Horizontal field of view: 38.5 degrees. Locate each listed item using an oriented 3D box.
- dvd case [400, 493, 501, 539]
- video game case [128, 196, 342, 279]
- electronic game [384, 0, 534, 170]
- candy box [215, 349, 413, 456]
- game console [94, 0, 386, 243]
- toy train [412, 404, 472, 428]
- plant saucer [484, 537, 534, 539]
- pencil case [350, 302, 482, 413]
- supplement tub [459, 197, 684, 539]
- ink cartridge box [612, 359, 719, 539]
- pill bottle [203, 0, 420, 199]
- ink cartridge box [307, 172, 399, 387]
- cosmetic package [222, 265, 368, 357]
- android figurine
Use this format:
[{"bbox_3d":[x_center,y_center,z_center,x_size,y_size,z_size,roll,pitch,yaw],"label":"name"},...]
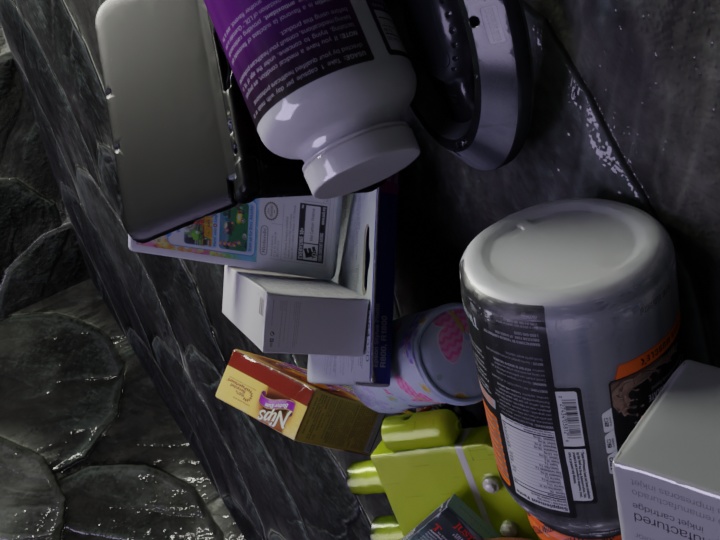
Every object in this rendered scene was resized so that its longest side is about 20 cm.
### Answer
[{"bbox_3d":[0.077,0.301,0.919,0.146,0.022,0.200,42,128,4],"label":"dvd case"},{"bbox_3d":[-0.102,-0.099,0.850,0.024,0.181,0.201,-65,-18,-67],"label":"video game case"},{"bbox_3d":[0.055,-0.160,0.658,0.200,0.041,0.201,159,90,-78],"label":"electronic game"},{"bbox_3d":[-0.036,0.140,1.050,0.116,0.057,0.200,21,177,38],"label":"candy box"},{"bbox_3d":[-0.093,-0.135,0.785,0.116,0.175,0.201,-33,65,60],"label":"game console"},{"bbox_3d":[0.078,0.148,0.986,0.200,0.046,0.034,42,152,47],"label":"toy train"},{"bbox_3d":[0.147,0.304,0.851,0.200,0.032,0.201,11,118,22],"label":"plant saucer"},{"bbox_3d":[0.055,0.081,0.900,0.090,0.083,0.200,21,165,-12],"label":"pencil case"},{"bbox_3d":[0.134,0.069,0.622,0.122,0.122,0.201,36,147,53],"label":"supplement tub"},{"bbox_3d":[0.218,0.163,0.521,0.145,0.087,0.201,15,134,37],"label":"ink cartridge box"},{"bbox_3d":[-0.034,-0.154,0.686,0.201,0.112,0.112,68,162,8],"label":"pill bottle"},{"bbox_3d":[0.000,0.000,0.882,0.200,0.043,0.197,165,109,-71],"label":"ink cartridge box"},{"bbox_3d":[-0.061,0.031,0.870,0.200,0.082,0.051,-158,71,-73],"label":"cosmetic package"},{"bbox_3d":[0.086,0.201,0.902,0.199,0.041,0.183,-10,109,33],"label":"android figurine"}]
